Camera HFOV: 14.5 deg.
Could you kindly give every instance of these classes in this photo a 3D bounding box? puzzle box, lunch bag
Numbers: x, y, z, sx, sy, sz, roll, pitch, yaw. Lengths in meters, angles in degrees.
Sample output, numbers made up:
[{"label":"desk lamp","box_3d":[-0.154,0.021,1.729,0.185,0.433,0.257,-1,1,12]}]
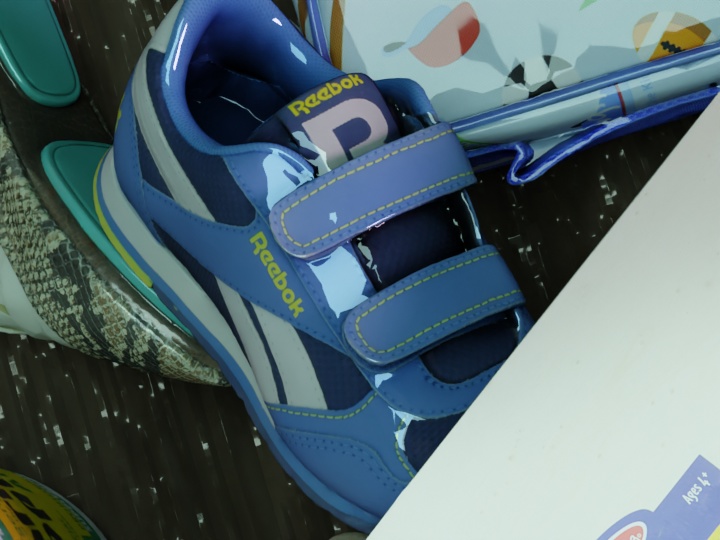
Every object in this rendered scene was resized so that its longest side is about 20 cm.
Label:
[{"label":"puzzle box","box_3d":[0.104,0.040,0.678,0.133,0.025,0.200,38,85,14]},{"label":"lunch bag","box_3d":[0.067,-0.111,0.820,0.200,0.076,0.160,-16,82,7]}]

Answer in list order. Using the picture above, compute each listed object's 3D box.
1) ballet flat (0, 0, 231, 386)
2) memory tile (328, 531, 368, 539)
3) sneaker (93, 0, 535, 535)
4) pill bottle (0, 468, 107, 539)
[{"label":"ballet flat","box_3d":[-0.102,-0.030,0.852,0.075,0.068,0.200,-42,70,25]},{"label":"memory tile","box_3d":[-0.030,0.179,0.756,0.200,0.017,0.153,-50,42,30]},{"label":"sneaker","box_3d":[0.000,0.000,0.746,0.074,0.082,0.200,-23,54,-37]},{"label":"pill bottle","box_3d":[-0.137,0.101,0.763,0.113,0.200,0.113,-2,82,11]}]
